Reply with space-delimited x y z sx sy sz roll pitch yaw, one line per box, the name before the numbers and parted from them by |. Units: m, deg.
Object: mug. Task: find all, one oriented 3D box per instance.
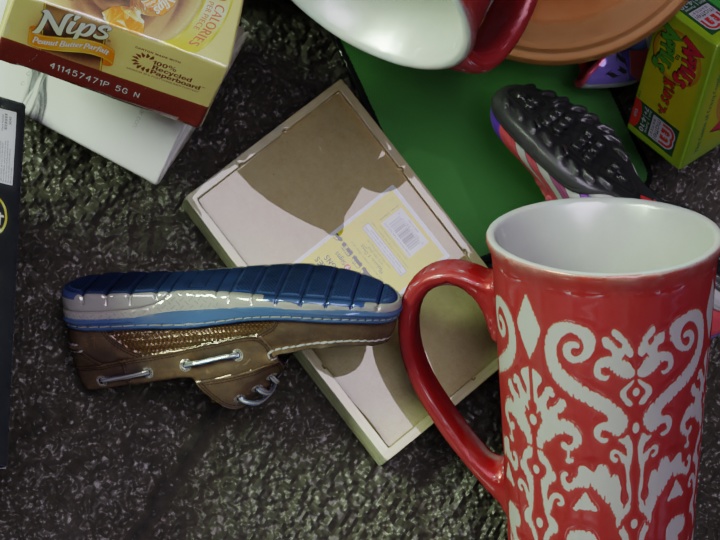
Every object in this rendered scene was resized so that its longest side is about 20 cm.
mug | 0.124 0.068 1.167 0.133 0.177 0.202 -21 117 -42
mug | 0.048 -0.217 1.070 0.133 0.178 0.201 28 71 11

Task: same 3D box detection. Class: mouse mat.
mouse mat | 0.081 -0.114 1.278 0.160 0.008 0.201 -22 82 -16

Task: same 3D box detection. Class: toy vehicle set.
toy vehicle set | 0.000 0.000 1.221 0.124 0.027 0.200 -37 87 -14

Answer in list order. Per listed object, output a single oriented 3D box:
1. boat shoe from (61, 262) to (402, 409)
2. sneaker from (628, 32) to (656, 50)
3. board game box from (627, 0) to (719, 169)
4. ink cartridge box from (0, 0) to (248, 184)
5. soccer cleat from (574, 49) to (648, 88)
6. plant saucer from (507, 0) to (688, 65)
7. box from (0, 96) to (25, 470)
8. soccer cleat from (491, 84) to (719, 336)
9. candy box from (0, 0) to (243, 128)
boat shoe | -0.072 0.039 1.169 0.198 0.072 0.073 0 106 12
sneaker | 0.095 -0.212 1.212 0.114 0.081 0.201 -20 87 3
board game box | 0.257 -0.152 1.246 0.199 0.102 0.048 -31 59 -31
ink cartridge box | -0.174 -0.141 1.149 0.199 0.147 0.083 28 104 -5
soccer cleat | 0.134 -0.211 1.276 0.073 0.068 0.201 -21 85 -24
plant saucer | 0.111 -0.220 1.157 0.198 0.037 0.202 0 91 10
box | -0.247 0.015 1.102 0.049 0.161 0.202 11 74 -39
soccer cleat | 0.150 -0.032 1.235 0.200 0.073 0.068 40 40 5
candy box | -0.116 -0.181 1.075 0.115 0.055 0.201 19 49 -14
